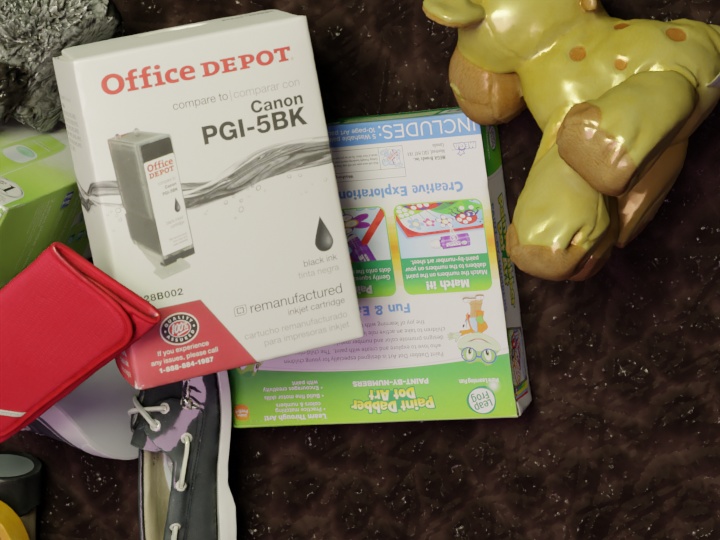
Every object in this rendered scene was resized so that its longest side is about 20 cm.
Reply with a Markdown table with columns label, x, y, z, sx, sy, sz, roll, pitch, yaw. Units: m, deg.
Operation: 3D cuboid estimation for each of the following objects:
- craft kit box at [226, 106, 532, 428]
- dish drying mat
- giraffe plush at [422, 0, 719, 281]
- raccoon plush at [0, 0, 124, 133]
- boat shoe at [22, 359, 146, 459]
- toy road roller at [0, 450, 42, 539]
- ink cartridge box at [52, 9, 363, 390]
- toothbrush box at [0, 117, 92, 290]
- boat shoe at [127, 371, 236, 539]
| label | x | y | z | sx | sy | sz | roll | pitch | yaw |
| --- | --- | --- | --- | --- | --- | --- | --- | --- | --- |
| craft kit box | 0.000 | 0.000 | 1.203 | 0.200 | 0.049 | 0.198 | -3 | 100 | 19 |
| dish drying mat | -0.198 | 0.049 | 1.107 | 0.077 | 0.018 | 0.200 | 37 | 138 | -17 |
| giraffe plush | 0.116 | -0.113 | 1.082 | 0.162 | 0.173 | 0.200 | 38 | 104 | 14 |
| raccoon plush | -0.238 | -0.160 | 1.155 | 0.134 | 0.200 | 0.097 | 41 | 114 | 16 |
| boat shoe | -0.219 | 0.074 | 1.237 | 0.068 | 0.200 | 0.072 | -8 | 63 | 37 |
| toy road roller | -0.321 | 0.191 | 1.302 | 0.200 | 0.146 | 0.123 | 9 | 106 | 16 |
| ink cartridge box | -0.091 | -0.045 | 1.122 | 0.147 | 0.083 | 0.200 | -13 | 101 | -13 |
| toothbrush box | -0.249 | -0.060 | 1.185 | 0.146 | 0.200 | 0.086 | 31 | 110 | 10 |
| boat shoe | -0.123 | 0.112 | 1.244 | 0.076 | 0.060 | 0.200 | 18 | 117 | 61 |
